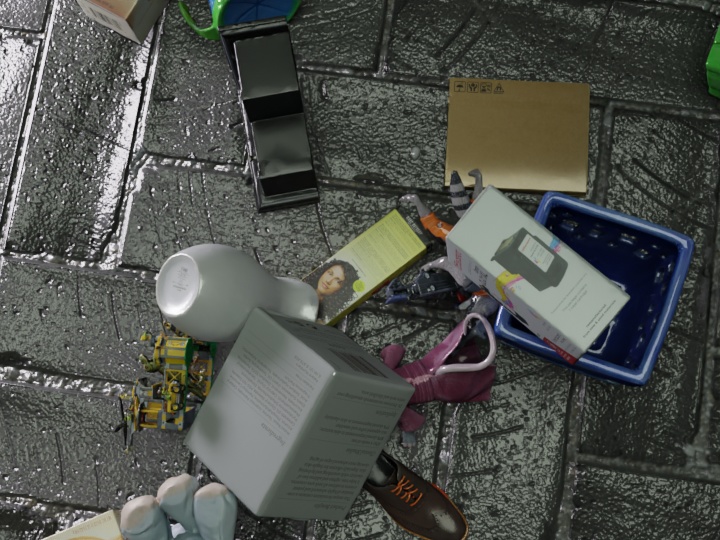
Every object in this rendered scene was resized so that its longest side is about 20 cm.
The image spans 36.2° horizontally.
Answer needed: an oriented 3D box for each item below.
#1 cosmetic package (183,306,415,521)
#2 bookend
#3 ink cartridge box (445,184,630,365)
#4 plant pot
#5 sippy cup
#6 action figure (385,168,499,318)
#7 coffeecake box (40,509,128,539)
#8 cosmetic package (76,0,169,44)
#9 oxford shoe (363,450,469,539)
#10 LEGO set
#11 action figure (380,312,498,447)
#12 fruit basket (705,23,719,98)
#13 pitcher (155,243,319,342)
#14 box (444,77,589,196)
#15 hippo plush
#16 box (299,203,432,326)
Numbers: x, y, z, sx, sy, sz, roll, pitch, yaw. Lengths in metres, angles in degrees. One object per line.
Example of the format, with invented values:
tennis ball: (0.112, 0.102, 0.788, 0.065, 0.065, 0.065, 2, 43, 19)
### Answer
cosmetic package: (-0.076, 0.180, 1.362, 0.166, 0.167, 0.200, 34, 99, 38)
bookend: (-0.120, -0.204, 1.480, 0.092, 0.199, 0.200, -10, 78, -1)
ink cartridge box: (0.197, 0.008, 1.262, 0.200, 0.146, 0.083, 40, 86, 11)
plant pot: (0.290, 0.035, 1.417, 0.200, 0.180, 0.200, 20, 80, 7)
sippy cup: (-0.171, -0.419, 1.571, 0.178, 0.140, 0.130, -19, 66, -26)
action figure: (0.122, -0.022, 1.441, 0.200, 0.105, 0.194, -20, 84, -29)
coffeecake box: (-0.341, 0.426, 1.391, 0.153, 0.073, 0.200, -23, 78, -3)
cosmetic package: (-0.318, -0.447, 1.600, 0.103, 0.087, 0.200, 27, 81, 9)
oxford shoe: (0.054, 0.291, 1.429, 0.200, 0.073, 0.071, 34, 81, 9)
LEGO set: (-0.265, 0.140, 1.431, 0.116, 0.200, 0.154, 4, 99, 6)
action figure: (0.083, 0.150, 1.423, 0.200, 0.149, 0.134, -21, 81, -8)
fruit basket: (0.595, -0.305, 1.500, 0.215, 0.156, 0.216, -7, 70, 18)
pitcher: (-0.178, 0.030, 1.417, 0.171, 0.200, 0.121, 10, 87, 39)
box: (0.220, -0.189, 1.549, 0.200, 0.021, 0.164, 3, 78, 4)
hippo plush: (-0.189, 0.342, 1.358, 0.200, 0.161, 0.160, 22, 78, 14)
box: (0.000, 0.000, 1.506, 0.200, 0.050, 0.075, -38, 79, -6)
